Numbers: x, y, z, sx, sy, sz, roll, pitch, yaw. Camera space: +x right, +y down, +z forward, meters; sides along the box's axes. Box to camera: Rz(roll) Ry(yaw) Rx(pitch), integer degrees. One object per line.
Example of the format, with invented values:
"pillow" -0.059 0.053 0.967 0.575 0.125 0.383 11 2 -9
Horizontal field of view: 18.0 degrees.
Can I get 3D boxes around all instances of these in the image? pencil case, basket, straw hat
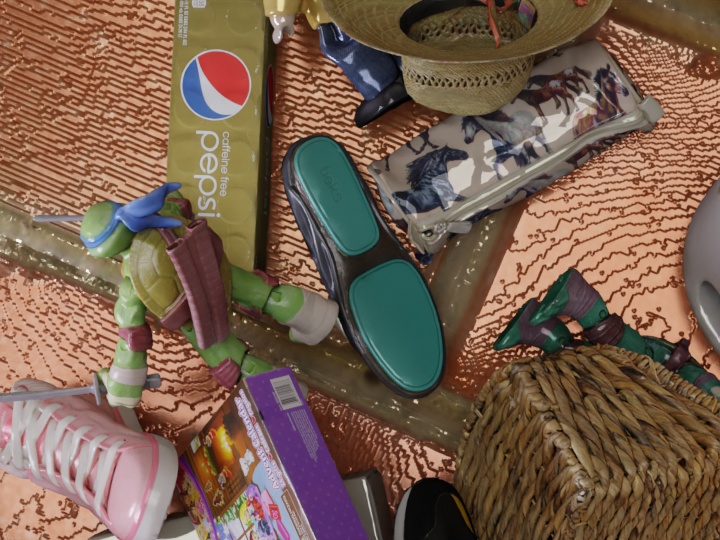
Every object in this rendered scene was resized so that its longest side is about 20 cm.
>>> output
"pencil case" 0.108 -0.085 1.573 0.200 0.078 0.090 -30 50 4
"basket" 0.157 0.140 1.507 0.149 0.200 0.143 -10 49 -23
"straw hat" 0.074 -0.152 1.534 0.200 0.201 0.085 4 126 6

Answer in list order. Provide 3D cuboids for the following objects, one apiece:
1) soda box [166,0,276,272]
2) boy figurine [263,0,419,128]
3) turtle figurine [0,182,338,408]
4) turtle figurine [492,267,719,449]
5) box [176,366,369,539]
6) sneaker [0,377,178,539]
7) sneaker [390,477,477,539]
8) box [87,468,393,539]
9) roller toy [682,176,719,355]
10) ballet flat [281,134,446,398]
"soda box" -0.098 -0.093 1.604 0.067 0.064 0.201 2 88 5
"boy figurine" -0.026 -0.199 1.579 0.124 0.064 0.200 -36 93 -36
"turtle figurine" -0.128 0.024 1.519 0.194 0.144 0.200 32 121 -24
"turtle figurine" 0.193 0.088 1.552 0.200 0.101 0.150 40 132 -3
"box" -0.047 0.181 1.448 0.039 0.137 0.200 -13 67 -33
"sneaker" -0.192 0.127 1.524 0.104 0.200 0.076 16 97 -21
"sneaker" 0.082 0.225 1.464 0.090 0.070 0.201 -23 68 38
"box" -0.078 0.197 1.573 0.199 0.095 0.078 -13 87 6
"roller toy" 0.313 -0.012 1.506 0.182 0.140 0.201 8 68 -10
"ballet flat" 0.000 0.000 1.589 0.073 0.073 0.200 -26 84 4
